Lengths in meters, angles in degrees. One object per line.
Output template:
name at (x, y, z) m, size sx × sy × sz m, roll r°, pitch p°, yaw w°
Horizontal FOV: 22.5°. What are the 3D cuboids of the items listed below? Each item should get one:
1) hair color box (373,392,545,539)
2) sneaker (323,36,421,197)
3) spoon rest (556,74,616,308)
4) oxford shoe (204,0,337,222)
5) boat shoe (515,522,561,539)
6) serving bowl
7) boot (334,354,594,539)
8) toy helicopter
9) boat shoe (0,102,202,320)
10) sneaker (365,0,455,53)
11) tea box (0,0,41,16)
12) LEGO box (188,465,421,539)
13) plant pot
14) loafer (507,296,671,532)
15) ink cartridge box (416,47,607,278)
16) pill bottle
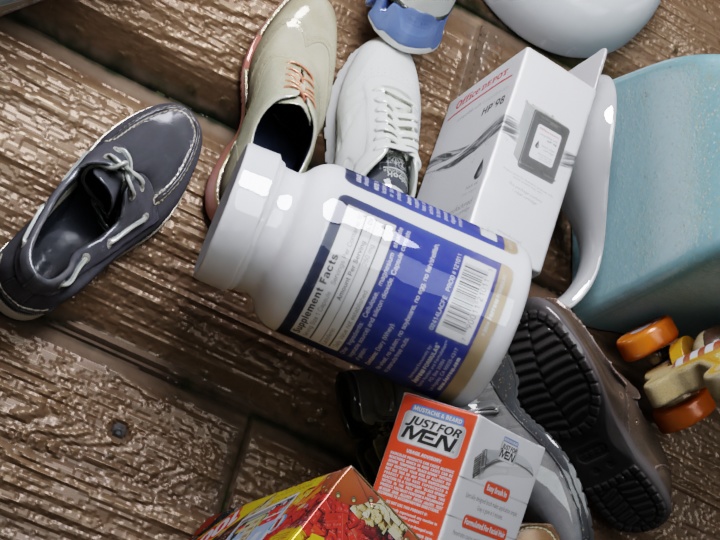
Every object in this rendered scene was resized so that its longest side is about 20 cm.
hair color box at (0.044, 0.191, 1.175) m, size 0.111 × 0.064 × 0.201 m, roll 30°, pitch 78°, yaw -57°
sneaker at (0.016, -0.085, 1.298) m, size 0.076 × 0.080 × 0.201 m, roll 19°, pitch 63°, yaw -21°
spoon rest at (0.159, -0.053, 1.369) m, size 0.060 × 0.099 × 0.201 m, roll 19°, pitch 76°, yaw -12°
oxford shoe at (-0.047, -0.117, 1.275) m, size 0.071 × 0.074 × 0.201 m, roll 24°, pitch 64°, yaw -21°
boat shoe at (0.122, 0.272, 1.222) m, size 0.075 × 0.074 × 0.201 m, roll 0°, pitch 87°, yaw -16°
serving bowl at (0.175, -0.276, 1.459) m, size 0.199 × 0.066 × 0.201 m, roll 9°, pitch 70°, yaw -28°
boot at (0.069, 0.140, 1.274) m, size 0.131 × 0.070 × 0.201 m, roll -28°, pitch 85°, yaw -25°
toy helicopter at (0.265, 0.062, 1.291) m, size 0.132 × 0.200 × 0.079 m, roll -27°, pitch 92°, yaw 3°
boat shoe at (-0.163, -0.045, 1.193) m, size 0.073 × 0.063 × 0.200 m, roll 47°, pitch 58°, yaw -8°
sneaker at (0.059, -0.269, 1.346) m, size 0.080 × 0.115 × 0.200 m, roll 14°, pitch 54°, yaw -25°
tea box at (-0.225, -0.288, 1.193) m, size 0.200 × 0.134 × 0.197 m, roll -29°, pitch 90°, yaw -33°
LEGO box at (-0.069, 0.210, 1.083) m, size 0.077 × 0.200 × 0.149 m, roll 48°, pitch 57°, yaw -9°
plant pot at (0.296, -0.059, 1.378) m, size 0.196 × 0.200 × 0.197 m, roll 12°, pitch 69°, yaw -26°
loafer at (0.165, 0.099, 1.334) m, size 0.200 × 0.073 × 0.071 m, roll 59°, pitch 30°, yaw -16°
ink cartridge box at (0.102, -0.080, 1.325) m, size 0.067 × 0.116 × 0.201 m, roll 29°, pitch 62°, yaw -17°
pill bottle at (0.000, 0.000, 1.169) m, size 0.199 × 0.116 × 0.116 m, roll 24°, pitch 63°, yaw -7°
